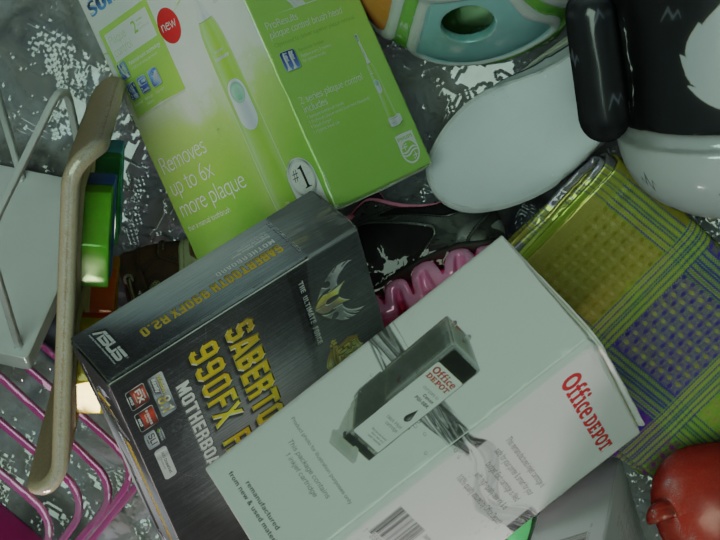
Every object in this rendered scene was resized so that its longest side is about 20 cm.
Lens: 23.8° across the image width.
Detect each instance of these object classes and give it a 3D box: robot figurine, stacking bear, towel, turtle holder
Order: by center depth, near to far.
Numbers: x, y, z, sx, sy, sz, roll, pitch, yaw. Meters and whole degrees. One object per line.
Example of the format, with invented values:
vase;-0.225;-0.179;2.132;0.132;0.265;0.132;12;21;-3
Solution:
robot figurine;0.192;-0.126;0.894;0.149;0.125;0.201;0;109;18
turtle holder;0.080;-0.183;0.982;0.185;0.132;0.142;16;99;8
stacking bear;0.267;0.120;1.000;0.199;0.121;0.114;-21;87;16
towel;0.159;0.032;1.009;0.200;0.023;0.144;36;105;-25

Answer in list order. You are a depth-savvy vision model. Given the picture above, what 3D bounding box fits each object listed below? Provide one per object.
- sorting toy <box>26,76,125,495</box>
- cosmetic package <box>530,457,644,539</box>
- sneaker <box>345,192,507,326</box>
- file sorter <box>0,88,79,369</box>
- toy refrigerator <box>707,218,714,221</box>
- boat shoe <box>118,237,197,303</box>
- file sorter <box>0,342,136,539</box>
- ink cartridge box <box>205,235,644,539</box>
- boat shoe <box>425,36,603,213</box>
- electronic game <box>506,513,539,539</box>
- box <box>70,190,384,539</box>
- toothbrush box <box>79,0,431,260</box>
sorting toy;-0.154;0.003;0.973;0.036;0.185;0.201;8;107;-7
cosmetic package;0.145;0.206;0.983;0.051;0.200;0.151;-19;93;13
sneaker;0.000;0.000;1.043;0.199;0.079;0.096;-15;61;0
file sorter;-0.278;-0.049;1.036;0.199;0.125;0.139;12;55;8
toy refrigerator;0.265;-0.116;0.991;0.200;0.070;0.076;-37;83;12
boat shoe;-0.122;0.082;1.080;0.074;0.075;0.203;-4;85;-1
file sorter;-0.228;0.133;1.041;0.139;0.200;0.126;39;102;3
ink cartridge box;0.039;0.095;0.913;0.200;0.147;0.083;-38;59;0
boat shoe;0.126;-0.104;1.014;0.200;0.070;0.071;-40;87;11
electronic game;0.018;0.136;1.079;0.199;0.042;0.201;1;97;10
box;-0.056;0.077;0.955;0.158;0.048;0.201;-32;134;-18
toothbrush box;-0.068;-0.120;1.005;0.145;0.086;0.201;-20;94;50
